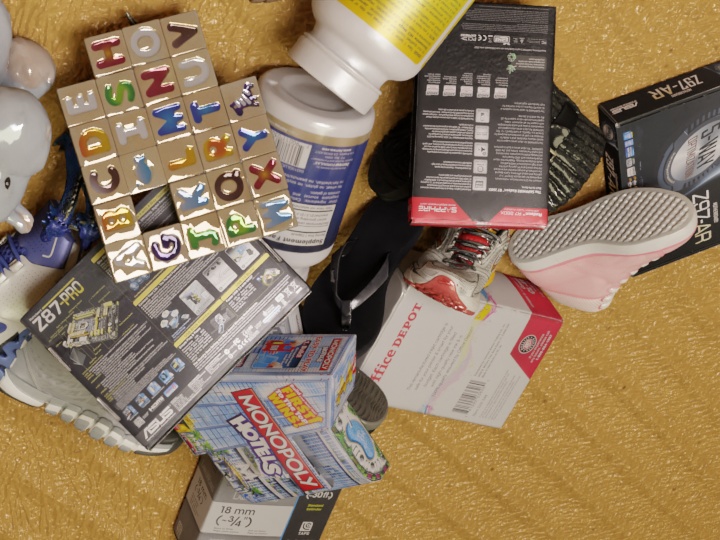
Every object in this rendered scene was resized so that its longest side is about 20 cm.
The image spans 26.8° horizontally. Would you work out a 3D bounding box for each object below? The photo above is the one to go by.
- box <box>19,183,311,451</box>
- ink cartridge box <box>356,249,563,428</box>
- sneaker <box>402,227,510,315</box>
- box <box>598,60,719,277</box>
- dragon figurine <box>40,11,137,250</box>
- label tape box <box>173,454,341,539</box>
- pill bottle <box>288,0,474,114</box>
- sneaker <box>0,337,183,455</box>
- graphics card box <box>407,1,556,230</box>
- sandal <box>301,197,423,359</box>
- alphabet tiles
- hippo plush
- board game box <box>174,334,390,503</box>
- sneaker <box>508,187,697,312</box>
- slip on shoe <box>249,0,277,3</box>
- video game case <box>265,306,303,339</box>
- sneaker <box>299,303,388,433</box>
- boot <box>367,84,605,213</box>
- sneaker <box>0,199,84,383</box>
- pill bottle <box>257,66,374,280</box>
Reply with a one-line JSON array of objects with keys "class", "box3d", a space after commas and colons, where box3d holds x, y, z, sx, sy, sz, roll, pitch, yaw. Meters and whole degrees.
[{"class": "box", "box3d": [-0.167, 0.030, 1.309, 0.161, 0.049, 0.200, 45, 87, -6]}, {"class": "ink cartridge box", "box3d": [0.085, 0.069, 1.555, 0.199, 0.086, 0.148, 15, 117, -29]}, {"class": "sneaker", "box3d": [0.097, -0.019, 1.451, 0.078, 0.200, 0.082, 26, 111, 5]}, {"class": "box", "box3d": [0.333, -0.105, 1.564, 0.160, 0.044, 0.201, -19, 128, -9]}, {"class": "dragon figurine", "box3d": [-0.215, -0.112, 1.290, 0.059, 0.100, 0.200, 20, 114, -33]}, {"class": "label tape box", "box3d": [-0.098, 0.223, 1.601, 0.144, 0.063, 0.201, 7, 121, -28]}, {"class": "pill bottle", "box3d": [0.031, -0.236, 1.282, 0.112, 0.112, 0.200, 34, 96, -37]}, {"class": "sneaker", "box3d": [-0.237, 0.094, 1.428, 0.199, 0.075, 0.116, 25, 109, -21]}, {"class": "graphics card box", "box3d": [0.108, -0.138, 1.355, 0.125, 0.051, 0.201, 2, 89, -1]}, {"class": "sandal", "box3d": [0.000, -0.001, 1.421, 0.076, 0.201, 0.043, 17, 146, 11]}, {"class": "alphabet tiles", "box3d": [-0.155, -0.109, 1.267, 0.167, 0.008, 0.201, -18, 97, -18]}, {"class": "hippo plush", "box3d": [-0.329, -0.111, 1.202, 0.159, 0.161, 0.200, 25, 111, -35]}, {"class": "board game box", "box3d": [-0.069, 0.133, 1.384, 0.199, 0.062, 0.200, -15, 120, 35]}, {"class": "sneaker", "box3d": [0.260, -0.017, 1.540, 0.200, 0.076, 0.105, -14, 137, 30]}, {"class": "slip on shoe", "box3d": [-0.082, -0.308, 1.228, 0.060, 0.076, 0.200, -24, 137, -14]}, {"class": "video game case", "box3d": [-0.142, 0.085, 1.436, 0.199, 0.023, 0.182, 7, 130, 19]}, {"class": "sneaker", "box3d": [-0.076, 0.104, 1.485, 0.106, 0.200, 0.075, -47, 176, 41]}, {"class": "boot", "box3d": [0.126, -0.104, 1.454, 0.211, 0.080, 0.158, -38, 129, 5]}, {"class": "sneaker", "box3d": [-0.339, 0.020, 1.344, 0.115, 0.081, 0.200, 24, 113, -36]}, {"class": "pill bottle", "box3d": [-0.066, -0.073, 1.375, 0.111, 0.111, 0.201, 5, 122, -26]}]
